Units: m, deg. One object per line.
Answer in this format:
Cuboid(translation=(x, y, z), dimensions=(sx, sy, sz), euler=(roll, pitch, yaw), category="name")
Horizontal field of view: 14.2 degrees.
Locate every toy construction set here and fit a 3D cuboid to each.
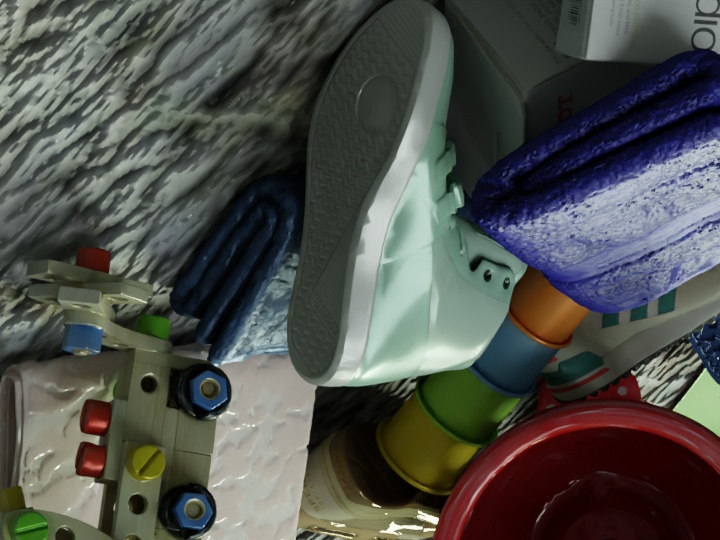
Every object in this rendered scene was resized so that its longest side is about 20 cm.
Cuboid(translation=(-0.134, 0.089, 1.448), dimensions=(0.131, 0.092, 0.201), euler=(11, 92, -18), category="toy construction set")

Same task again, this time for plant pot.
Cuboid(translation=(0.142, 0.173, 1.656), dimensions=(0.200, 0.201, 0.182), euler=(-38, 176, 2), category="plant pot")

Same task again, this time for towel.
Cuboid(translation=(-0.114, 0.130, 1.556), dimensions=(0.200, 0.032, 0.192), euler=(-6, 111, -41), category="towel")
Cuboid(translation=(0.000, 0.000, 1.548), dimensions=(0.200, 0.049, 0.112), euler=(3, 131, -47), category="towel")
Cuboid(translation=(0.147, -0.035, 1.452), dimensions=(0.147, 0.050, 0.200), euler=(-32, 158, 11), category="towel")

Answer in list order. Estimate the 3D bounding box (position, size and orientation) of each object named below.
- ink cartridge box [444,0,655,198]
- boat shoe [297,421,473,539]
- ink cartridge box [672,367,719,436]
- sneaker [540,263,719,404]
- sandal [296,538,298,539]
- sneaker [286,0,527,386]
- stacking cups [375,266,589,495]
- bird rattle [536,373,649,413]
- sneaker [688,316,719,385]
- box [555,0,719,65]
Cuboid(translation=(0.145, -0.113, 1.505), dimensions=(0.200, 0.083, 0.145), euler=(-27, 147, -17), category="ink cartridge box")
Cuboid(translation=(0.014, 0.129, 1.727), dimensions=(0.064, 0.071, 0.200), euler=(-27, 159, 22), category="boat shoe")
Cuboid(translation=(0.238, 0.147, 1.994), dimensions=(0.145, 0.048, 0.200), euler=(2, 135, -46), category="ink cartridge box")
Cuboid(translation=(0.157, -0.008, 1.640), dimensions=(0.200, 0.093, 0.070), euler=(-37, -164, 29), category="sneaker")
Cuboid(translation=(-0.056, 0.182, 1.722), dimensions=(0.045, 0.075, 0.200), euler=(-26, 152, 5), category="sandal")
Cuboid(translation=(0.035, -0.040, 1.463), dimensions=(0.118, 0.074, 0.201), euler=(0, 111, -38), category="sneaker")
Cuboid(translation=(0.085, 0.040, 1.625), dimensions=(0.060, 0.061, 0.200), euler=(1, 136, -46), category="stacking cups")
Cuboid(translation=(0.191, 0.145, 1.783), dimensions=(0.199, 0.163, 0.113), euler=(12, 154, 6), category="bird rattle")
Cuboid(translation=(0.209, -0.015, 1.730), dimensions=(0.070, 0.078, 0.200), euler=(-9, 135, 21), category="sneaker")
Cuboid(translation=(0.197, -0.169, 1.414), dimensions=(0.199, 0.036, 0.145), euler=(1, 103, -26), category="box")
